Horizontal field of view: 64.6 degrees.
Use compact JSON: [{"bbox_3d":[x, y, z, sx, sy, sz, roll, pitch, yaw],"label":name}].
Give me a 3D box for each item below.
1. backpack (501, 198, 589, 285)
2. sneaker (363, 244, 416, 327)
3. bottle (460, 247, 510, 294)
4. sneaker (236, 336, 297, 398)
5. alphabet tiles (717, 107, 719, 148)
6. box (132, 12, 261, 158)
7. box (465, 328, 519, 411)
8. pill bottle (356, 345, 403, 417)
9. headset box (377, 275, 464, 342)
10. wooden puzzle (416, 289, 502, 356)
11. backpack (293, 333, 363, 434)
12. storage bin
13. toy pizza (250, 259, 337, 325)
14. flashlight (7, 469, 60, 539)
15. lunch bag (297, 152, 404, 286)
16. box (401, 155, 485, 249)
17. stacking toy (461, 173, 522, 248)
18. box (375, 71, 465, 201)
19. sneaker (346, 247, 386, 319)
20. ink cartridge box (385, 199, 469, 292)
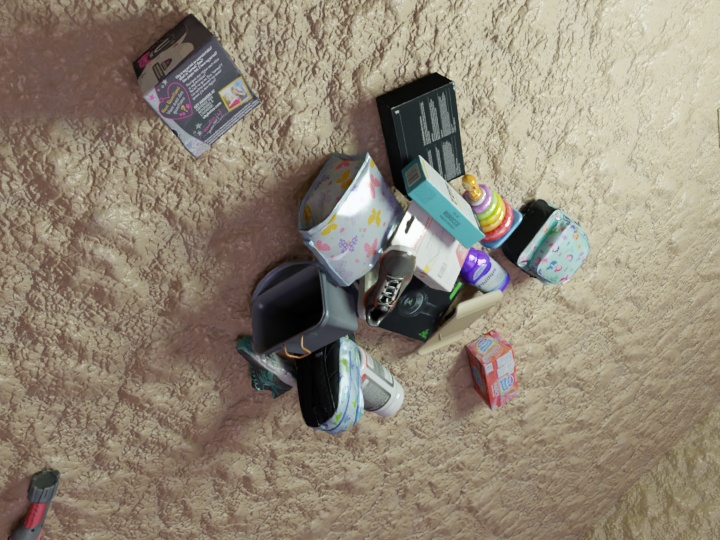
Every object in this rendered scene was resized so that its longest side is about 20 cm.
[{"bbox_3d":[0.472,-0.056,1.411,0.198,0.151,0.179,27,104,-42],"label":"backpack"},{"bbox_3d":[0.059,0.039,1.126,0.075,0.083,0.202,15,133,-8],"label":"sneaker"},{"bbox_3d":[0.285,-0.006,1.388,0.198,0.066,0.084,32,104,-38],"label":"bottle"},{"bbox_3d":[-0.216,0.226,1.267,0.091,0.078,0.200,-39,128,5],"label":"sneaker"},{"bbox_3d":[1.044,-0.437,1.557,0.165,0.006,0.201,-38,130,-2],"label":"alphabet tiles"},{"bbox_3d":[-0.250,-0.280,0.846,0.131,0.201,0.115,-38,128,1],"label":"box"},{"bbox_3d":[0.372,0.280,1.596,0.101,0.095,0.203,-27,129,-9],"label":"box"},{"bbox_3d":[0.016,0.275,1.393,0.114,0.114,0.200,-43,129,4],"label":"pill bottle"},{"bbox_3d":[0.119,0.056,1.322,0.197,0.093,0.176,21,109,-36],"label":"headset box"},{"bbox_3d":[0.241,0.125,1.412,0.182,0.038,0.201,-15,150,-40],"label":"wooden puzzle"},{"bbox_3d":[-0.067,0.251,1.246,0.161,0.203,0.154,-27,130,25],"label":"backpack"},{"bbox_3d":[-0.103,0.104,1.139,0.198,0.149,0.133,-29,147,32],"label":"storage bin"},{"bbox_3d":[-0.142,0.061,1.228,0.195,0.032,0.205,-13,126,-19],"label":"toy pizza"},{"bbox_3d":[-0.693,0.517,1.201,0.067,0.068,0.203,14,114,-30],"label":"flashlight"},{"bbox_3d":[-0.030,-0.098,1.097,0.170,0.125,0.203,48,61,-41],"label":"lunch bag"},{"bbox_3d":[0.165,-0.132,1.124,0.049,0.084,0.199,-36,127,24],"label":"box"},{"bbox_3d":[0.260,-0.145,1.232,0.110,0.116,0.200,-46,142,3],"label":"stacking toy"},{"bbox_3d":[0.123,-0.264,1.132,0.139,0.079,0.203,-26,129,-13],"label":"box"},{"bbox_3d":[0.000,0.000,1.245,0.074,0.083,0.206,7,93,-49],"label":"sneaker"},{"bbox_3d":[0.131,-0.056,1.180,0.199,0.067,0.119,36,76,-35],"label":"ink cartridge box"}]
